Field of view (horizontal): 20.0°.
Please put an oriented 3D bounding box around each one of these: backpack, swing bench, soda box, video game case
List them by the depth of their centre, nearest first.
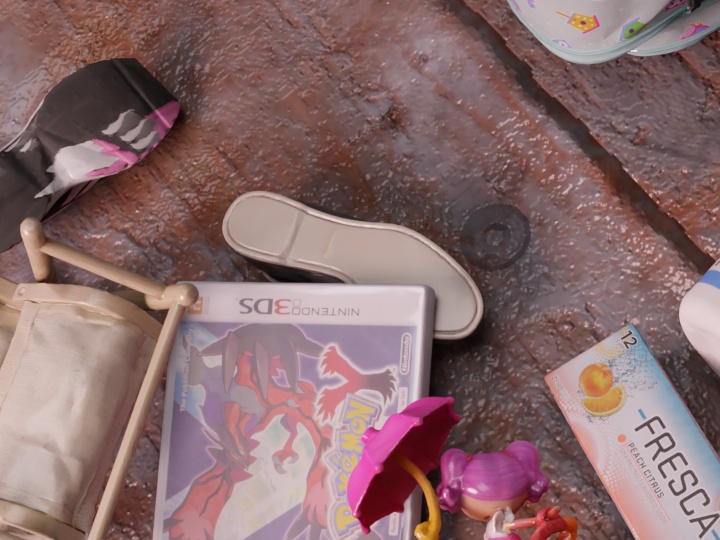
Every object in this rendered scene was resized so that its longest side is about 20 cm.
[{"bbox_3d":[0.188,0.134,1.225,0.068,0.064,0.201,-31,60,4],"label":"soda box"},{"bbox_3d":[-0.045,0.108,1.323,0.181,0.023,0.202,0,81,21],"label":"video game case"},{"bbox_3d":[-0.218,0.095,1.344,0.129,0.200,0.200,24,72,-15],"label":"swing bench"},{"bbox_3d":[0.178,-0.233,1.352,0.199,0.154,0.177,-25,57,-4],"label":"backpack"}]

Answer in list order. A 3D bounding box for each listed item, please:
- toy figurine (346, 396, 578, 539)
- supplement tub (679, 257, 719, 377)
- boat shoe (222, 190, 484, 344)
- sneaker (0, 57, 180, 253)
[{"bbox_3d":[0.069,0.162,1.212,0.198,0.150,0.186,-6,63,-9],"label":"toy figurine"},{"bbox_3d":[0.298,-0.004,1.211,0.200,0.132,0.132,-46,59,-6],"label":"supplement tub"},{"bbox_3d":[0.000,0.000,1.373,0.199,0.057,0.067,23,78,23],"label":"boat shoe"},{"bbox_3d":[-0.225,-0.080,1.477,0.199,0.086,0.081,-35,94,-21],"label":"sneaker"}]
